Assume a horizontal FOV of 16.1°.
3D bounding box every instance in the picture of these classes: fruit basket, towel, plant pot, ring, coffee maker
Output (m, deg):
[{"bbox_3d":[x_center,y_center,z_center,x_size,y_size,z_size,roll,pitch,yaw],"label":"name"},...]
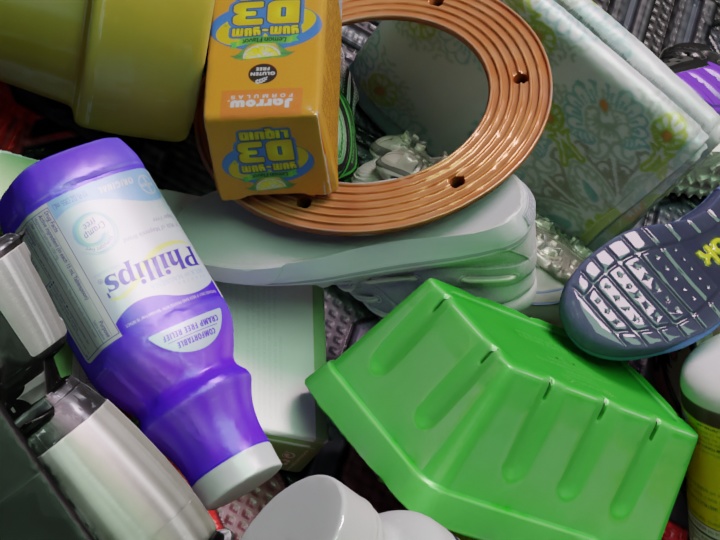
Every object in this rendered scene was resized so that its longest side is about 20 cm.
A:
[{"bbox_3d":[0.064,0.132,1.397,0.215,0.216,0.156,-3,33,-31],"label":"fruit basket"},{"bbox_3d":[0.102,-0.100,1.520,0.200,0.171,0.048,40,49,-2],"label":"towel"},{"bbox_3d":[-0.175,-0.182,1.411,0.189,0.201,0.201,9,58,-7],"label":"plant pot"},{"bbox_3d":[0.007,-0.091,1.411,0.200,0.019,0.201,-5,49,6],"label":"ring"},{"bbox_3d":[-0.188,0.109,1.240,0.192,0.135,0.200,-40,97,-37],"label":"coffee maker"}]

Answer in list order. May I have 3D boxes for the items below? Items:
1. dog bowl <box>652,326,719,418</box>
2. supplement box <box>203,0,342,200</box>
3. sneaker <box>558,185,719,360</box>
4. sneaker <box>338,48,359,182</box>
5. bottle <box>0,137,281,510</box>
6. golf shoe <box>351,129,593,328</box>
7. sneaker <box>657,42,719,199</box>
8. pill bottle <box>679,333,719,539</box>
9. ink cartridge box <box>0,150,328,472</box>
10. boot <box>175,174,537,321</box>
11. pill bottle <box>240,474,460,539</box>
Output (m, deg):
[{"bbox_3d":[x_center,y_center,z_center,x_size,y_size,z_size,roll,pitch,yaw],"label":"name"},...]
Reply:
[{"bbox_3d":[0.269,0.059,1.585,0.200,0.074,0.200,13,58,-22],"label":"dog bowl"},{"bbox_3d":[-0.045,-0.132,1.399,0.066,0.069,0.200,-3,50,5],"label":"supplement box"},{"bbox_3d":[0.182,0.008,1.465,0.200,0.082,0.074,-26,77,-39],"label":"sneaker"},{"bbox_3d":[-0.046,-0.128,1.530,0.085,0.078,0.200,45,31,-48],"label":"sneaker"},{"bbox_3d":[-0.111,0.029,1.333,0.083,0.065,0.200,-22,75,-38],"label":"bottle"},{"bbox_3d":[0.073,0.005,1.507,0.200,0.097,0.078,32,14,-8],"label":"golf shoe"},{"bbox_3d":[0.198,-0.105,1.650,0.200,0.070,0.100,9,52,-30],"label":"sneaker"},{"bbox_3d":[0.241,0.138,1.448,0.109,0.109,0.200,-24,118,-37],"label":"pill bottle"},{"bbox_3d":[-0.116,0.023,1.406,0.200,0.048,0.146,11,58,-22],"label":"ink cartridge box"},{"bbox_3d":[0.000,0.000,1.409,0.200,0.096,0.074,-3,48,7],"label":"boot"},{"bbox_3d":[0.031,0.190,1.266,0.200,0.111,0.111,40,49,-26],"label":"pill bottle"}]
